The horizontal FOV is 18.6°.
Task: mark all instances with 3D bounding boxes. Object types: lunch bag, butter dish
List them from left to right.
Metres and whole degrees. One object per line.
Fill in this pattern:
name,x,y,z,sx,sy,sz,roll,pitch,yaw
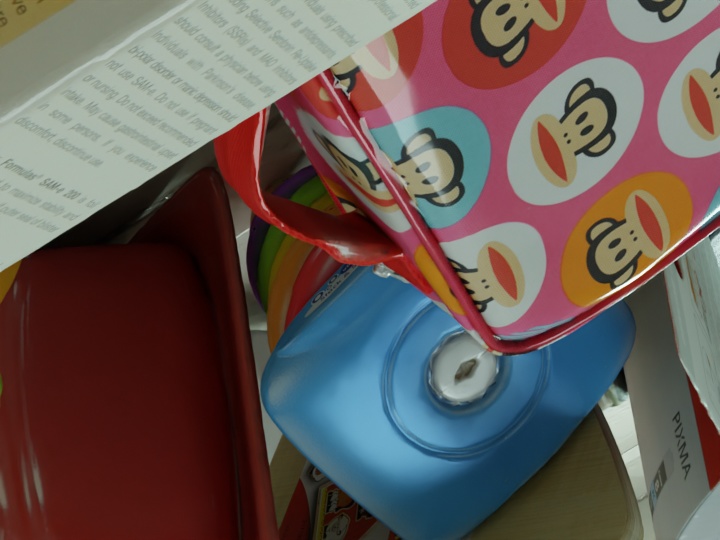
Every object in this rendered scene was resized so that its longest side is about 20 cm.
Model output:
butter dish,-0.130,0.080,0.809,0.147,0.202,0.199,8,147,-30
lunch bag,0.038,-0.071,0.568,0.176,0.082,0.200,-39,138,-8

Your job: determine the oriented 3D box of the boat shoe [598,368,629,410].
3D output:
boat shoe,0.066,0.045,0.928,0.074,0.076,0.200,-33,166,-1

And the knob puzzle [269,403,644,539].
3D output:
knob puzzle,0.024,0.111,0.789,0.219,0.221,0.030,-35,121,21

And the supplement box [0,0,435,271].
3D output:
supplement box,-0.069,-0.079,0.414,0.199,0.127,0.074,-30,165,8

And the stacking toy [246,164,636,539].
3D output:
stacking toy,0.000,0.000,0.813,0.116,0.110,0.200,-46,-151,-1

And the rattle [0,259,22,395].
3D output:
rattle,-0.207,0.011,0.663,0.198,0.144,0.131,-15,135,8

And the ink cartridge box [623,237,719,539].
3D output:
ink cartridge box,0.109,0.025,0.803,0.047,0.161,0.200,-16,141,14

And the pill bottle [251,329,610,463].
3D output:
pill bottle,0.028,0.048,1.071,0.199,0.117,0.116,-21,164,-29

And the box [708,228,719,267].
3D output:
box,0.186,-0.075,0.971,0.199,0.108,0.149,-20,163,-29
